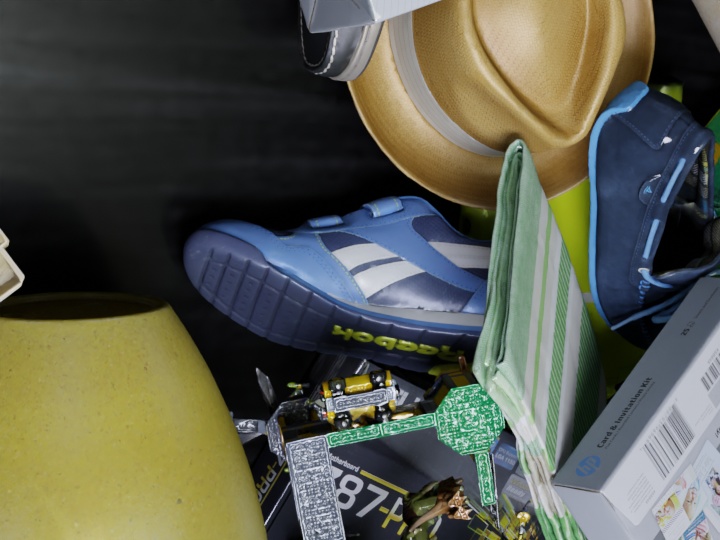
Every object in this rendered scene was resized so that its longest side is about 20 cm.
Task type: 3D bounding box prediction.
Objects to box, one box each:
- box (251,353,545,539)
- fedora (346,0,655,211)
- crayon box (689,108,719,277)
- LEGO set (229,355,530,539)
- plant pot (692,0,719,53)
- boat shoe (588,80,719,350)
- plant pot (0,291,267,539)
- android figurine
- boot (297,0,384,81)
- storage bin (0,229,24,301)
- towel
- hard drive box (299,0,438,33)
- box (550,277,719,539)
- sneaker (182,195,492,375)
[{"bbox_3d":[0.025,0.149,1.219,0.199,0.049,0.162,29,94,-32],"label":"box"},{"bbox_3d":[0.085,-0.128,1.094,0.199,0.082,0.202,-3,101,-17],"label":"fedora"},{"bbox_3d":[0.275,-0.074,1.226,0.200,0.058,0.119,-50,127,-17],"label":"crayon box"},{"bbox_3d":[0.018,0.137,1.113,0.153,0.116,0.202,-18,102,-4],"label":"LEGO set"},{"bbox_3d":[0.263,-0.146,1.094,0.199,0.200,0.185,-22,93,-18],"label":"plant pot"},{"bbox_3d":[0.167,-0.013,1.133,0.084,0.068,0.200,-50,147,-19],"label":"boat shoe"},{"bbox_3d":[-0.144,0.088,1.033,0.198,0.200,0.143,-4,99,-26],"label":"plant pot"},{"bbox_3d":[0.139,-0.016,1.214,0.181,0.041,0.202,-6,111,-26],"label":"android figurine"},{"bbox_3d":[-0.058,-0.194,1.016,0.149,0.073,0.202,-4,107,-27],"label":"boot"},{"bbox_3d":[-0.292,-0.021,0.958,0.200,0.094,0.199,-39,123,-9],"label":"storage bin"},{"bbox_3d":[0.100,0.054,1.098,0.023,0.153,0.201,-5,140,19],"label":"towel"},{"bbox_3d":[0.052,-0.219,0.984,0.199,0.077,0.157,-23,103,-24],"label":"hard drive box"},{"bbox_3d":[0.201,0.129,1.112,0.156,0.041,0.200,-50,120,-26],"label":"box"},{"bbox_3d":[0.000,0.000,1.130,0.198,0.074,0.083,14,63,-13],"label":"sneaker"}]
